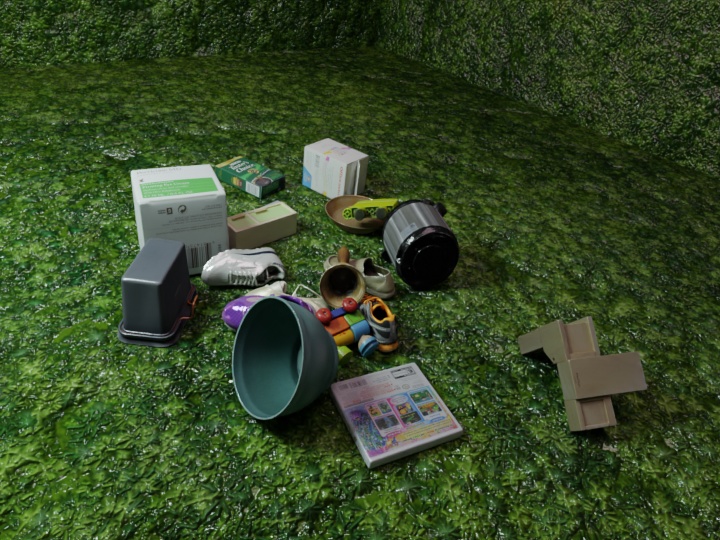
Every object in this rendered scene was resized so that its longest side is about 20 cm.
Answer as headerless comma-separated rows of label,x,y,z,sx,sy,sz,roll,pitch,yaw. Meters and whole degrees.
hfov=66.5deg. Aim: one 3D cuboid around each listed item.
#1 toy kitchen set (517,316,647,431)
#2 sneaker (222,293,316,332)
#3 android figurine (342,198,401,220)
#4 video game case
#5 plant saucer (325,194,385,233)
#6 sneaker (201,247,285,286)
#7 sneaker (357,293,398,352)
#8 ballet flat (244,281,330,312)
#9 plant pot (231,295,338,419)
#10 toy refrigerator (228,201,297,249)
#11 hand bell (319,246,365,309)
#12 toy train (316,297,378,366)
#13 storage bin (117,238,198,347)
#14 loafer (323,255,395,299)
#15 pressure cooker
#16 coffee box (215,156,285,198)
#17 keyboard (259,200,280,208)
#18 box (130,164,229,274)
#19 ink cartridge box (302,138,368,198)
toy kitchen set,0.452,0.213,1.125,0.157,0.181,0.208,-4,74,-13
sneaker,-0.188,0.083,1.123,0.192,0.089,0.084,1,74,-2
android figurine,0.042,-0.167,1.513,0.175,0.043,0.200,-3,13,10
video game case,0.062,0.258,1.010,0.193,0.024,0.183,-8,38,-26
plant saucer,-0.010,-0.159,1.603,0.192,0.036,0.203,7,34,-4
sneaker,-0.269,0.001,1.274,0.194,0.078,0.081,-15,49,-30
sneaker,0.023,0.089,1.204,0.076,0.080,0.199,-17,40,-31
ballet flat,-0.156,0.059,1.209,0.193,0.071,0.070,15,33,1
plant pot,-0.122,0.158,0.985,0.132,0.205,0.199,14,20,-47
toy refrigerator,-0.265,-0.119,1.451,0.196,0.072,0.075,-24,45,-39
hand bell,-0.041,-0.008,1.257,0.100,0.108,0.202,5,26,-5
toy train,-0.061,0.144,1.107,0.196,0.086,0.116,-20,56,-36
storage bin,-0.408,0.036,1.127,0.140,0.138,0.203,7,34,-2
loafer,0.000,0.000,1.337,0.194,0.070,0.076,21,34,18
pressure cooker,0.146,-0.080,1.390,0.169,0.184,0.202,-5,35,-14
coffee box,-0.346,-0.294,1.717,0.196,0.045,0.122,26,37,24
keyboard,-0.287,-0.160,1.567,0.055,0.011,0.198,23,35,29
box,-0.422,-0.117,1.290,0.192,0.206,0.172,-10,35,-24
ink cartridge box,-0.071,-0.312,1.733,0.196,0.132,0.124,28,37,26
